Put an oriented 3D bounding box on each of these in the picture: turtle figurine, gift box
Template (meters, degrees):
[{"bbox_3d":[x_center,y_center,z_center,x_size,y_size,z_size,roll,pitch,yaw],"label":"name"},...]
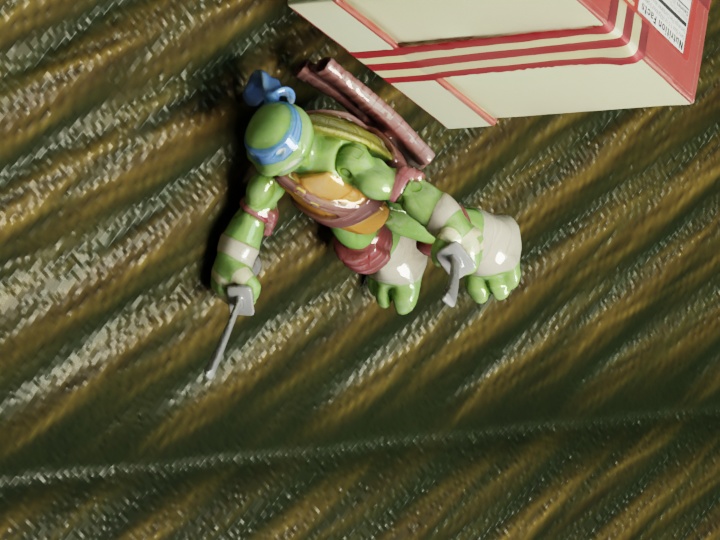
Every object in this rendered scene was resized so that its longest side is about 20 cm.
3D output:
[{"bbox_3d":[0.000,0.000,1.530,0.144,0.201,0.194,-40,149,18],"label":"turtle figurine"},{"bbox_3d":[0.080,-0.194,1.508,0.184,0.186,0.201,40,56,-47],"label":"gift box"}]
